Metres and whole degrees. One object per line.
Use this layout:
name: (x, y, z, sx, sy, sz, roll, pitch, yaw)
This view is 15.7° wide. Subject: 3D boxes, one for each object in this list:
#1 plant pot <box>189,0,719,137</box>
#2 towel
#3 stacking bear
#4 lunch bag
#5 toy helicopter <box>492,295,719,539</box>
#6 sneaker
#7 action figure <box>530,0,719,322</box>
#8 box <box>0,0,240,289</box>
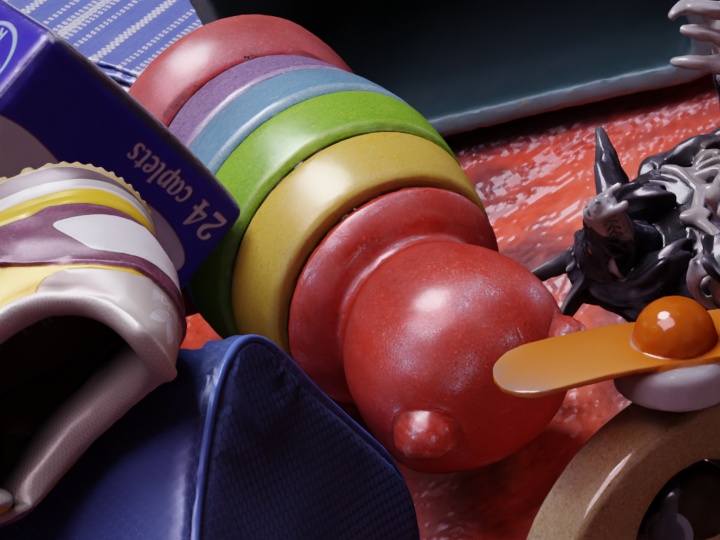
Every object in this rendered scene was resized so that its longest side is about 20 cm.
plant pot: (0.039, -0.190, 1.028, 0.196, 0.196, 0.200, -12, 33, 27)
towel: (-0.136, -0.119, 1.107, 0.199, 0.024, 0.145, 17, 31, 14)
stacking bear: (0.000, 0.000, 0.902, 0.121, 0.114, 0.200, -27, 40, -18)
lunch bag: (-0.070, 0.117, 0.794, 0.132, 0.136, 0.201, -13, 53, 26)
toy helicopter: (0.119, 0.035, 0.760, 0.200, 0.132, 0.079, -45, 38, -14)
sneaker: (-0.141, 0.047, 0.744, 0.200, 0.075, 0.090, -35, 32, 7)
action figure: (0.134, -0.036, 0.853, 0.199, 0.102, 0.119, -24, 50, 12)
box: (-0.175, -0.003, 0.895, 0.200, 0.105, 0.184, -51, 39, -4)
